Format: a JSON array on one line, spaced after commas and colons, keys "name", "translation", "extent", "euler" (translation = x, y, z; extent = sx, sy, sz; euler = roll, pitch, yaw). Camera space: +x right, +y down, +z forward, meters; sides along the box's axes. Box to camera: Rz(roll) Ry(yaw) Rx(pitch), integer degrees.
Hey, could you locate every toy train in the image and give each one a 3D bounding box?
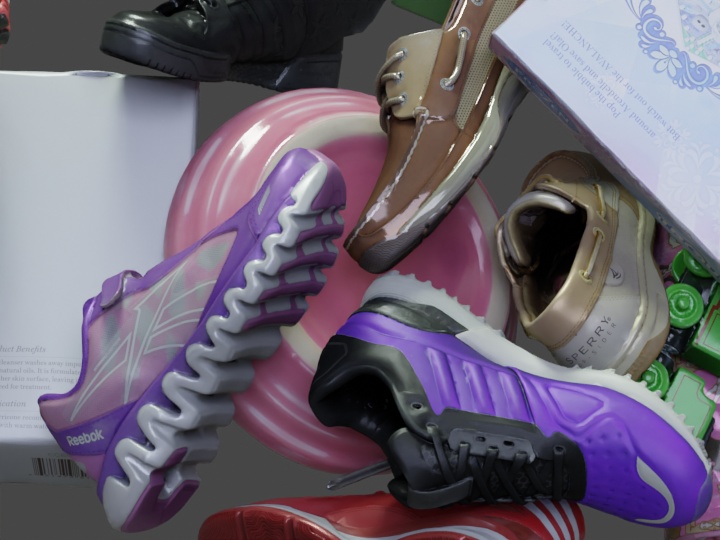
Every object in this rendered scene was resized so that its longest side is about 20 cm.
[{"name": "toy train", "translation": [0.173, 0.020, 1.352], "extent": [0.056, 0.042, 0.201], "euler": [27, 75, 2]}]

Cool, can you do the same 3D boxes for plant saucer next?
[{"name": "plant saucer", "translation": [0.000, 0.000, 1.385], "extent": [0.199, 0.051, 0.202], "euler": [10, 69, -27]}]

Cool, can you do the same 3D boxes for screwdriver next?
[{"name": "screwdriver", "translation": [0.042, 0.084, 1.355], "extent": [0.199, 0.029, 0.028], "euler": [-17, 88, -47]}]

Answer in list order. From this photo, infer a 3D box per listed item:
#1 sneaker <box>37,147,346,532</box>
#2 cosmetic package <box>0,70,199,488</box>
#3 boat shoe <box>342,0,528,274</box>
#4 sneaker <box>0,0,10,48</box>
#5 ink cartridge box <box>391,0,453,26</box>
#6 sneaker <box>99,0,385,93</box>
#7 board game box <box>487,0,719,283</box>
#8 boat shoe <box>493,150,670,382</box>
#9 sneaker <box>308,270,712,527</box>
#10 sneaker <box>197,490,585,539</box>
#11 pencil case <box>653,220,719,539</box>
[{"name": "sneaker", "translation": [-0.084, 0.021, 1.297], "extent": [0.088, 0.080, 0.201], "euler": [36, 99, 19]}, {"name": "cosmetic package", "translation": [-0.139, 0.004, 1.400], "extent": [0.112, 0.081, 0.201], "euler": [4, 70, -3]}, {"name": "boat shoe", "translation": [0.039, -0.083, 1.367], "extent": [0.072, 0.076, 0.200], "euler": [35, 58, -2]}, {"name": "sneaker", "translation": [-0.283, -0.153, 1.456], "extent": [0.198, 0.078, 0.083], "euler": [3, 55, -6]}, {"name": "ink cartridge box", "translation": [0.134, -0.177, 1.436], "extent": [0.199, 0.145, 0.084], "euler": [22, 41, 4]}, {"name": "sneaker", "translation": [-0.051, -0.148, 1.423], "extent": [0.060, 0.199, 0.105], "euler": [20, 99, 38]}, {"name": "board game box", "translation": [0.200, -0.109, 1.327], "extent": [0.199, 0.043, 0.200], "euler": [-44, 86, -6]}, {"name": "boat shoe", "translation": [0.103, -0.015, 1.371], "extent": [0.069, 0.200, 0.074], "euler": [33, 109, -21]}, {"name": "sneaker", "translation": [0.062, 0.083, 1.279], "extent": [0.199, 0.070, 0.100], "euler": [25, 47, 23]}, {"name": "sneaker", "translation": [0.023, 0.136, 1.358], "extent": [0.115, 0.199, 0.079], "euler": [-26, 114, -48]}, {"name": "pencil case", "translation": [0.186, 0.053, 1.403], "extent": [0.086, 0.083, 0.201], "euler": [-2, 71, 2]}]
